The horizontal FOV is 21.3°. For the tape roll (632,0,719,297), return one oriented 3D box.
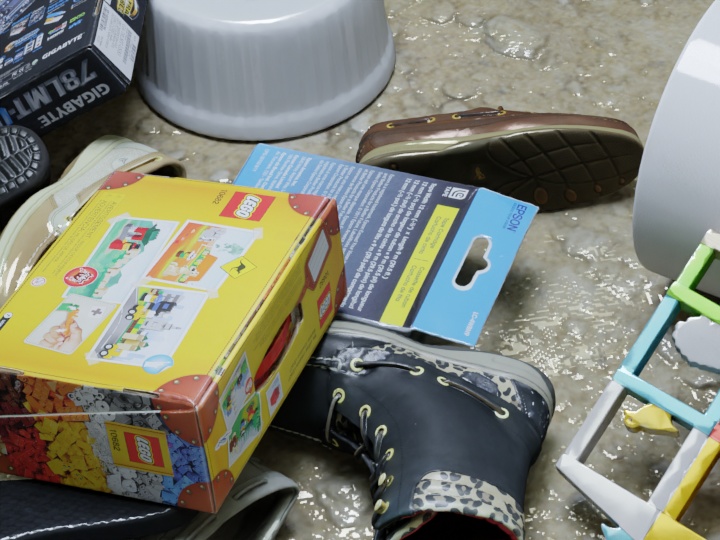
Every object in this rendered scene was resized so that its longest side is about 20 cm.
[{"bbox_3d":[0.276,-0.070,1.197,0.139,0.203,0.203,23,48,25],"label":"tape roll"}]

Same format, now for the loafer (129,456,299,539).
[{"bbox_3d":[-0.098,0.174,1.051,0.070,0.070,0.200,8,42,24],"label":"loafer"}]

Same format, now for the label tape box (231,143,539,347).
[{"bbox_3d":[0.000,0.000,1.240,0.200,0.066,0.143,13,45,15],"label":"label tape box"}]

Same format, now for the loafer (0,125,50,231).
[{"bbox_3d":[-0.293,-0.024,1.289,0.200,0.071,0.073,-23,63,0],"label":"loafer"}]

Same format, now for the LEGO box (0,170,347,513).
[{"bbox_3d":[-0.113,0.033,1.093,0.149,0.077,0.200,8,38,20],"label":"LEGO box"}]

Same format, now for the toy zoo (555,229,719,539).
[{"bbox_3d":[0.203,0.091,1.098,0.131,0.020,0.200,30,81,19],"label":"toy zoo"}]

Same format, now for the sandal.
[{"bbox_3d":[-0.184,0.147,1.050,0.200,0.045,0.075,-6,28,-3],"label":"sandal"}]

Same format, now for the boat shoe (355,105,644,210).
[{"bbox_3d":[0.094,-0.086,1.321,0.200,0.072,0.068,-5,44,2],"label":"boat shoe"}]

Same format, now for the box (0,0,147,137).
[{"bbox_3d":[-0.241,-0.163,1.377,0.200,0.050,0.199,-26,35,24],"label":"box"}]

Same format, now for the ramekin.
[{"bbox_3d":[-0.075,-0.196,1.434,0.200,0.098,0.201,-2,42,2],"label":"ramekin"}]

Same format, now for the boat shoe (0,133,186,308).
[{"bbox_3d":[-0.180,-0.023,1.269,0.066,0.074,0.200,9,44,21],"label":"boat shoe"}]

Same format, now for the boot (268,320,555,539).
[{"bbox_3d":[0.008,0.103,1.104,0.203,0.074,0.154,6,33,5],"label":"boot"}]
